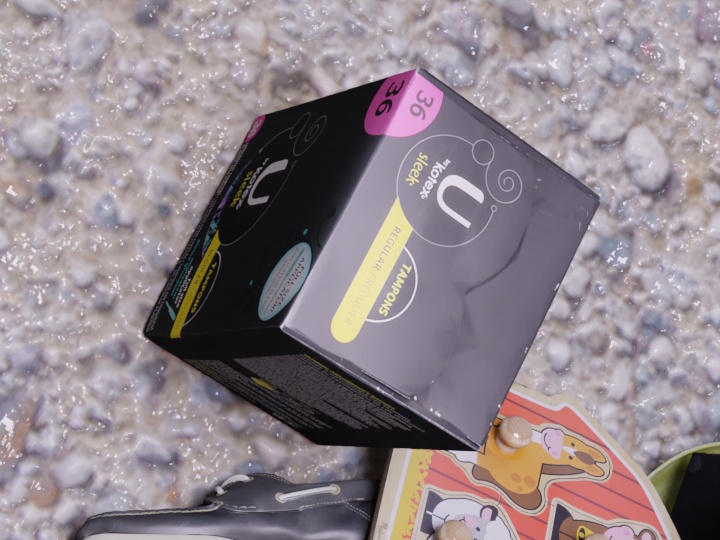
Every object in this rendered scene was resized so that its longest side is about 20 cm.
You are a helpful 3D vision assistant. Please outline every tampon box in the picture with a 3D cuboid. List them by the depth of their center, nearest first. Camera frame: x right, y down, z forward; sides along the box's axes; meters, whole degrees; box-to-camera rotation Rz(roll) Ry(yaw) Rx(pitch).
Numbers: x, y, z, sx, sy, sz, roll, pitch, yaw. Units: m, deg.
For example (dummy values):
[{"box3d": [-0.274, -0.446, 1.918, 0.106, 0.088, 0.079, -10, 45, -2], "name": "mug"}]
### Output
[{"box3d": [0.000, 0.000, 1.015, 0.126, 0.200, 0.150, 33, 73, -20], "name": "tampon box"}]

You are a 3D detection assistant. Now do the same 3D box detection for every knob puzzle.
[{"box3d": [0.108, 0.140, 1.084, 0.219, 0.030, 0.220, 17, 46, -18], "name": "knob puzzle"}]

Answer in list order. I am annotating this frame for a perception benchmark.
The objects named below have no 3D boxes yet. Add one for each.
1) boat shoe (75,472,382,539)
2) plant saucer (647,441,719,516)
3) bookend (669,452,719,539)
[{"box3d": [-0.062, 0.147, 1.062, 0.199, 0.072, 0.068, 2, 49, -19], "name": "boat shoe"}, {"box3d": [0.223, 0.207, 1.203, 0.199, 0.031, 0.201, 2, 85, -25], "name": "plant saucer"}, {"box3d": [0.267, 0.238, 1.155, 0.200, 0.092, 0.199, 26, 77, -23], "name": "bookend"}]
